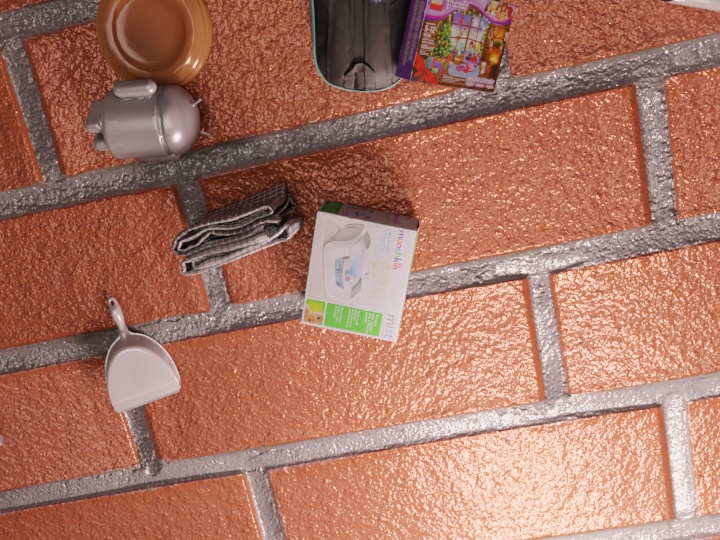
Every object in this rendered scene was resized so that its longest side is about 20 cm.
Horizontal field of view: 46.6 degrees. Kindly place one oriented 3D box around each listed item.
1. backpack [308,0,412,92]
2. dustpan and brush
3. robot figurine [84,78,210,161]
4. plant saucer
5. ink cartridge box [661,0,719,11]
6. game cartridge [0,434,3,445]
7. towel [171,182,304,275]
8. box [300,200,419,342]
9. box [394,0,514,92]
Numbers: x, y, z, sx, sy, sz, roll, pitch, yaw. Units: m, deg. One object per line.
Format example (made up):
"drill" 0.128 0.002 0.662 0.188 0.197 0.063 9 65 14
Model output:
"backpack" 0.005 -0.383 1.292 0.171 0.154 0.205 -1 106 -2
"dustpan and brush" -0.428 0.147 1.550 0.137 0.057 0.204 -19 112 -2
"robot figurine" -0.350 -0.246 1.384 0.195 0.115 0.171 -4 145 6
"plant saucer" -0.344 -0.397 1.377 0.195 0.038 0.205 1 107 3
"ink cartridge box" 0.571 -0.465 1.259 0.195 0.085 0.149 10 108 -1
"game cartridge" -0.799 0.298 1.596 0.128 0.039 0.201 -31 120 10
"towel" -0.202 -0.072 1.401 0.196 0.166 0.087 -20 99 10
"box" 0.000 0.000 1.443 0.172 0.097 0.204 12 107 3
"box" 0.148 -0.354 1.284 0.197 0.039 0.140 -5 114 -42
